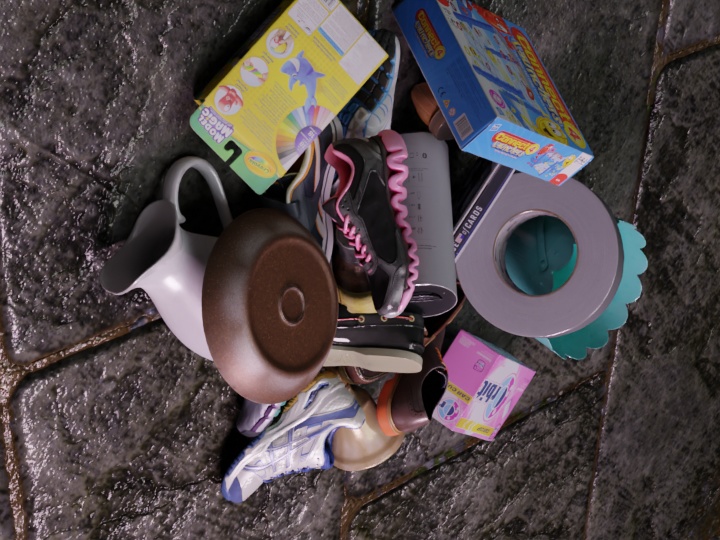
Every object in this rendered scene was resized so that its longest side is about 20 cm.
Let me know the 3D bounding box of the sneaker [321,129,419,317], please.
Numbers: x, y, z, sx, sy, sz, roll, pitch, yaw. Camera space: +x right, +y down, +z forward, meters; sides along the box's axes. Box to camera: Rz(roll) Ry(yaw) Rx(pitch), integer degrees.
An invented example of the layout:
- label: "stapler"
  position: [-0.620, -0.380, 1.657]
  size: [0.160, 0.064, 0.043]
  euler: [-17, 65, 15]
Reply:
- label: "sneaker"
  position: [0.004, -0.049, 1.588]
  size: [0.095, 0.079, 0.202]
  euler: [-1, 77, -25]

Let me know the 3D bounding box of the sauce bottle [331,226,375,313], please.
- label: "sauce bottle"
  position: [0.000, 0.000, 1.721]
  size: [0.066, 0.066, 0.200]
  euler: [-44, 163, -14]

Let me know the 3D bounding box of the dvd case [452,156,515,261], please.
- label: "dvd case"
  position: [0.125, -0.073, 1.774]
  size: [0.201, 0.025, 0.151]
  euler: [-57, -173, 23]

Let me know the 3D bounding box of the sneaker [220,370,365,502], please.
- label: "sneaker"
  position: [-0.079, 0.214, 1.783]
  size: [0.200, 0.088, 0.075]
  euler: [-46, 175, 12]

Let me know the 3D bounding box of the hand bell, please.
- label: "hand bell"
  position: [-0.027, 0.135, 1.838]
  size: [0.104, 0.104, 0.201]
  euler: [-38, 125, -21]

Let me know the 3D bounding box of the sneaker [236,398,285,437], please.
- label: "sneaker"
  position: [-0.110, 0.093, 1.737]
  size: [0.087, 0.074, 0.201]
  euler: [25, 105, -19]

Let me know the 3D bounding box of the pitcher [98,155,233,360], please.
- label: "pitcher"
  position: [-0.154, -0.006, 1.581]
  size: [0.200, 0.121, 0.172]
  euler: [38, 71, -40]

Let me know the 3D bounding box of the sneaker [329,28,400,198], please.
- label: "sneaker"
  position: [0.005, -0.172, 1.667]
  size: [0.086, 0.075, 0.201]
  euler: [-14, 131, -52]

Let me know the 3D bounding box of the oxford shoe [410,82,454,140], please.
- label: "oxford shoe"
  position: [0.120, -0.193, 1.768]
  size: [0.071, 0.071, 0.200]
  euler: [-48, 161, 19]

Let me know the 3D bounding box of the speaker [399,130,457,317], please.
- label: "speaker"
  position: [0.064, -0.052, 1.699]
  size: [0.081, 0.201, 0.081]
  euler: [-2, 152, -1]

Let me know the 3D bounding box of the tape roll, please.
- label: "tape roll"
  position: [0.218, -0.019, 1.843]
  size: [0.201, 0.199, 0.066]
  euler: [-61, 164, 6]

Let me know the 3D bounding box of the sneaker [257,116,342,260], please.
- label: "sneaker"
  position: [-0.075, -0.073, 1.635]
  size: [0.079, 0.078, 0.202]
  euler: [-10, 112, -47]

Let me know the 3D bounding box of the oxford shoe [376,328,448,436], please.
- label: "oxford shoe"
  position: [0.083, 0.123, 1.877]
  size: [0.071, 0.072, 0.201]
  euler: [56, 38, -34]

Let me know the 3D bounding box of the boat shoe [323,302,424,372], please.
- label: "boat shoe"
  position: [-0.028, 0.070, 1.673]
  size: [0.074, 0.200, 0.064]
  euler: [85, 10, -69]

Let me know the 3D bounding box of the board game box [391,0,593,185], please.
- label: "board game box"
  position: [0.147, -0.205, 1.677]
  size: [0.056, 0.201, 0.195]
  euler: [-39, 149, 27]

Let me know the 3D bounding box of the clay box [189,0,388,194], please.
- label: "clay box"
  position: [-0.078, -0.187, 1.543]
  size: [0.200, 0.048, 0.115]
  euler: [-48, 111, -9]

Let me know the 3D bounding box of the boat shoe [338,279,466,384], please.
- label: "boat shoe"
  position: [0.053, 0.067, 1.834]
  size: [0.200, 0.070, 0.071]
  euler: [-44, 118, -36]

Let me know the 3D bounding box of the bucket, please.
- label: "bucket"
  position: [0.263, -0.001, 1.985]
  size: [0.206, 0.135, 0.208]
  euler: [-27, 133, -32]

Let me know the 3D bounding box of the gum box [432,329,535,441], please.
- label: "gum box"
  position: [0.155, 0.154, 2.000]
  size: [0.114, 0.066, 0.200]
  euler: [-58, 157, 3]

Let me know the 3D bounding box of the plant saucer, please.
- label: "plant saucer"
  position: [-0.081, 0.036, 1.549]
  size: [0.200, 0.036, 0.202]
  euler: [3, 86, -51]
